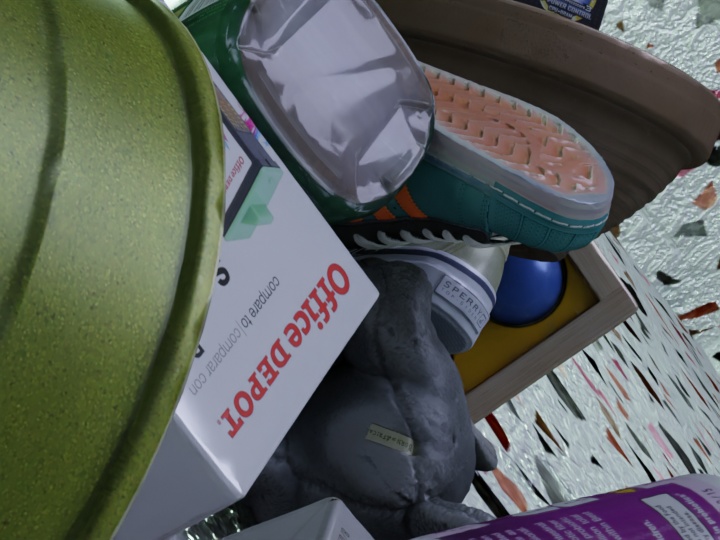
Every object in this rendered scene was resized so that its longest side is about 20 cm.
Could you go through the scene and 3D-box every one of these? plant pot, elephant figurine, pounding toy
[{"bbox_3d":[0.062,-0.062,1.272,0.201,0.093,0.201,18,-6,2],"label":"plant pot"},{"bbox_3d":[-0.009,0.070,1.180,0.200,0.141,0.155,79,8,-74],"label":"elephant figurine"},{"bbox_3d":[-0.165,-0.018,0.534,0.193,0.200,0.200,33,21,-36],"label":"plant pot"},{"bbox_3d":[0.009,-0.008,1.398,0.200,0.184,0.142,55,-5,2],"label":"pounding toy"}]

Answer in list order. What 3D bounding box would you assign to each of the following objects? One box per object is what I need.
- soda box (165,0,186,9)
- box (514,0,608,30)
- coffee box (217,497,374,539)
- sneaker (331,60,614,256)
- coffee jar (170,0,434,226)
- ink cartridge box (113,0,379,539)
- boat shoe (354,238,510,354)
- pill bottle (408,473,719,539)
[{"bbox_3d":[-0.077,-0.090,1.318,0.200,0.068,0.064,-136,-142,-57],"label":"soda box"},{"bbox_3d":[0.006,-0.150,1.297,0.160,0.044,0.200,21,-6,-23],"label":"box"},{"bbox_3d":[0.009,0.186,0.864,0.200,0.080,0.114,51,35,-24],"label":"coffee box"},{"bbox_3d":[0.024,-0.036,1.121,0.071,0.080,0.200,-7,25,-40],"label":"sneaker"},{"bbox_3d":[-0.070,-0.055,1.096,0.104,0.200,0.085,52,53,-18],"label":"coffee jar"},{"bbox_3d":[-0.100,-0.017,0.961,0.200,0.084,0.145,53,35,-13],"label":"ink cartridge box"},{"bbox_3d":[0.000,0.000,1.244,0.200,0.062,0.072,5,-36,52],"label":"boat shoe"},{"bbox_3d":[0.062,0.146,1.014,0.200,0.112,0.112,-10,55,-31],"label":"pill bottle"}]
